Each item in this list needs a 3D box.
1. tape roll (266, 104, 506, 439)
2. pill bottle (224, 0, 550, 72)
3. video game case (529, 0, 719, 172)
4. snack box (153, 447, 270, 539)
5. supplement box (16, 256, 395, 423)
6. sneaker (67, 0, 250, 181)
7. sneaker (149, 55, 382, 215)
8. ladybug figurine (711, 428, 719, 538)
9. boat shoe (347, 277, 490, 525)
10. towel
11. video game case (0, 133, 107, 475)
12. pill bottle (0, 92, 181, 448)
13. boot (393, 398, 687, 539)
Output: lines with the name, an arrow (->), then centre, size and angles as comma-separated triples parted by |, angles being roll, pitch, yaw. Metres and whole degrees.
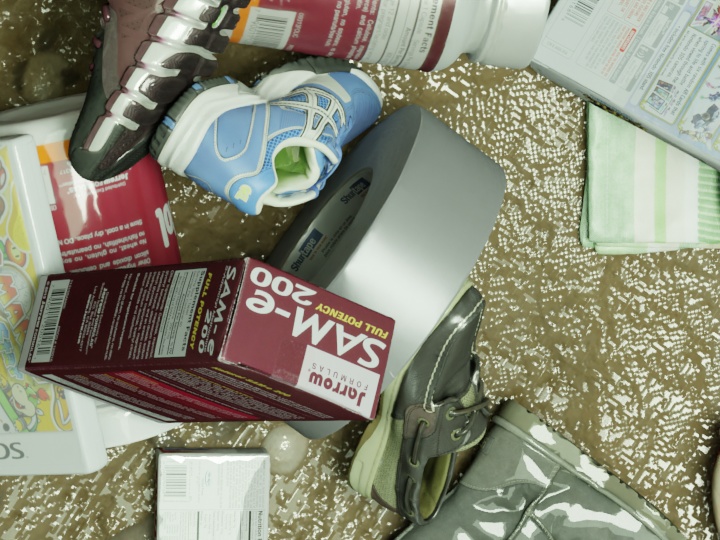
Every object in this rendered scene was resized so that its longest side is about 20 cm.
tape roll -> 0.000, 0.000, 1.519 | 0.066, 0.200, 0.201 | 36, 91, -12
pill bottle -> 0.009, -0.182, 1.535 | 0.199, 0.114, 0.115 | 7, 98, -11
video game case -> 0.229, -0.168, 1.557 | 0.181, 0.045, 0.200 | 31, 89, 24
snack box -> -0.097, 0.212, 1.625 | 0.072, 0.024, 0.201 | 1, 99, -11
supplement box -> -0.087, 0.041, 1.395 | 0.109, 0.200, 0.061 | 24, 73, -36
sneaker -> -0.131, -0.157, 1.454 | 0.115, 0.076, 0.200 | 36, 95, 15
sneaker -> -0.043, -0.074, 1.515 | 0.077, 0.200, 0.076 | 42, 122, 17
ladybug figurine -> 0.302, 0.162, 1.664 | 0.136, 0.072, 0.200 | -44, 104, -2
boat shoe -> 0.048, 0.082, 1.549 | 0.066, 0.201, 0.072 | 35, 48, 12
towel -> 0.241, -0.086, 1.640 | 0.199, 0.023, 0.153 | 0, 98, -9
video game case -> -0.245, 0.026, 1.512 | 0.181, 0.023, 0.201 | -4, 103, 34
pill bottle -> -0.163, -0.001, 1.535 | 0.112, 0.113, 0.201 | -13, 102, -8
boot -> 0.095, 0.206, 1.635 | 0.182, 0.073, 0.200 | 36, 85, 0
